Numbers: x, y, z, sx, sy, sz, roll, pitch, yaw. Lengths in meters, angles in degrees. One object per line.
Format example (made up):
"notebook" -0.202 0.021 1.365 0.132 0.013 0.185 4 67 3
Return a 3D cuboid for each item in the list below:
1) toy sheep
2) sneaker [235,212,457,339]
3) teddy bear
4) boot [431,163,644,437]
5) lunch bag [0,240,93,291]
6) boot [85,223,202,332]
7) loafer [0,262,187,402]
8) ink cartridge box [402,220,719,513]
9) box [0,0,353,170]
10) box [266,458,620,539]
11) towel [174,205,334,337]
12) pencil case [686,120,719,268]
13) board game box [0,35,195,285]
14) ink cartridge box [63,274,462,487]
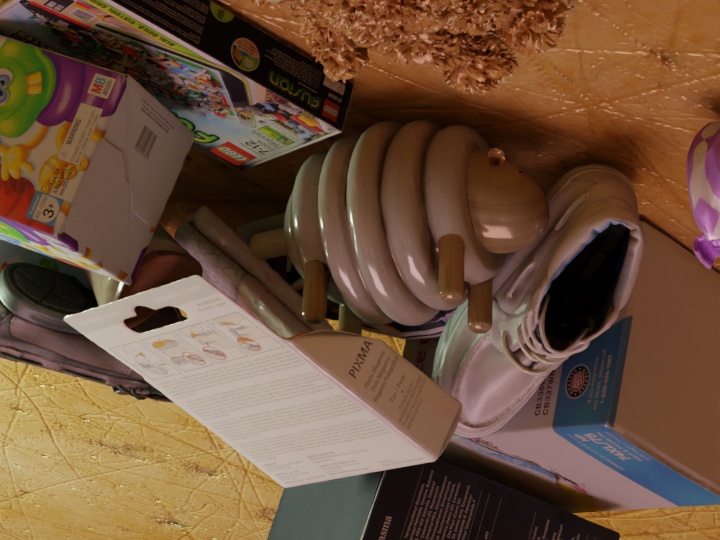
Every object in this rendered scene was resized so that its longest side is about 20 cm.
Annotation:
"toy sheep" 0.020 -0.026 1.177 0.199 0.138 0.138 -7 151 21
"sneaker" 0.000 0.000 1.319 0.200 0.079 0.079 1 160 32
"teddy bear" 0.011 -0.144 0.992 0.145 0.067 0.200 -13 147 42
"boot" 0.105 0.032 1.173 0.073 0.200 0.096 25 -161 -9
"lunch bag" -0.259 -0.010 1.408 0.200 0.083 0.161 29 171 -30
"boot" -0.165 -0.031 1.266 0.070 0.146 0.200 -28 165 -11
"loafer" -0.175 0.054 1.347 0.200 0.072 0.063 24 115 -31
"ink cartridge box" 0.145 0.074 1.320 0.200 0.147 0.146 -11 147 45
"box" -0.115 -0.127 1.143 0.200 0.035 0.110 27 154 -30
"box" 0.049 0.204 1.359 0.182 0.104 0.200 23 163 -17
"towel" -0.058 0.053 1.350 0.191 0.032 0.200 44 165 6
"pencil case" 0.269 -0.052 1.038 0.200 0.086 0.084 -10 138 42
"board game box" -0.220 -0.079 1.147 0.200 0.103 0.105 19 171 23
"ink cartridge box" -0.060 0.058 1.196 0.200 0.057 0.162 43 146 -23
